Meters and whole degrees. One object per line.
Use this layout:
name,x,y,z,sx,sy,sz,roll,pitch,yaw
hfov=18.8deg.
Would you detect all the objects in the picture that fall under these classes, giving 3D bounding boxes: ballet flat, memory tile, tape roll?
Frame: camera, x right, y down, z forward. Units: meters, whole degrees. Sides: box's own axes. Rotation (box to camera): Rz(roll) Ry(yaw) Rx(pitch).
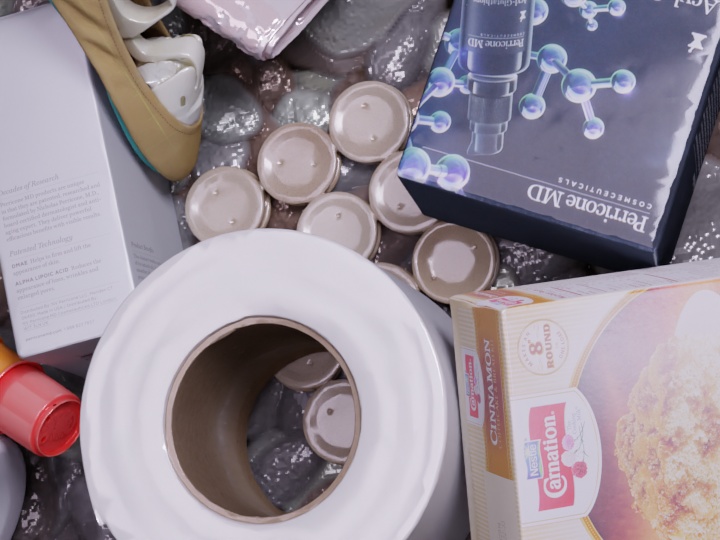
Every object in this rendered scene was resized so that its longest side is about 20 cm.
ballet flat,-0.123,-0.128,1.219,0.063,0.200,0.069,-14,43,20
memory tile,0.000,0.000,1.273,0.153,0.017,0.200,-31,75,8
tape roll,-0.035,0.086,1.187,0.202,0.139,0.203,-2,82,15

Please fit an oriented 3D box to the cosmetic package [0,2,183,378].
cosmetic package,-0.163,-0.047,1.273,0.081,0.113,0.200,-16,76,11

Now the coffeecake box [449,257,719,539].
coffeecake box,0.156,0.078,1.125,0.200,0.073,0.154,-8,97,-19

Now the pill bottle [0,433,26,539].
pill bottle,-0.309,0.117,1.283,0.200,0.113,0.114,21,87,17

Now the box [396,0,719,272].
box,0.125,-0.113,1.202,0.148,0.107,0.200,17,84,12

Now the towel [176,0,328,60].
towel,-0.077,-0.235,1.277,0.200,0.032,0.191,34,62,14

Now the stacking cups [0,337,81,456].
stacking cups,-0.239,0.047,1.282,0.200,0.060,0.061,28,89,29
